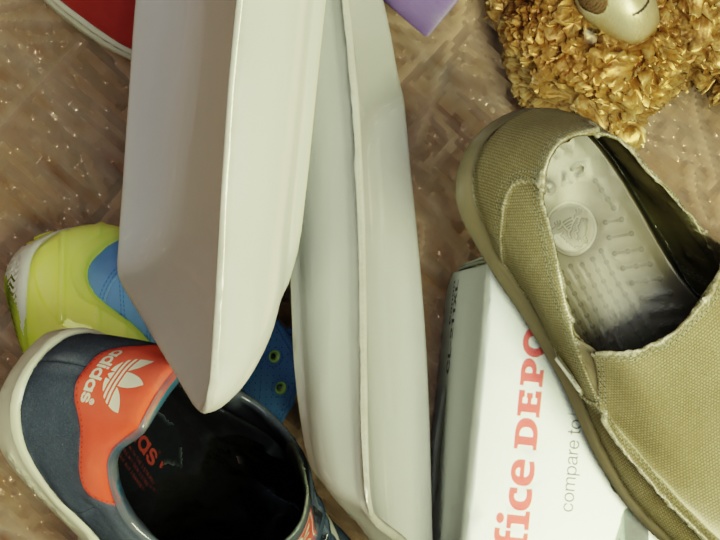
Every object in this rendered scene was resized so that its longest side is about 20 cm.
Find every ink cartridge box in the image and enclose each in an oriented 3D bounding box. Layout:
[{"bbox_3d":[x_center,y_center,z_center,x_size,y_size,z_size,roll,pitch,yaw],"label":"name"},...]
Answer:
[{"bbox_3d":[0.129,0.078,0.774,0.199,0.083,0.147,6,87,-5],"label":"ink cartridge box"}]

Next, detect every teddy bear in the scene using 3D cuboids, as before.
[{"bbox_3d":[0.149,-0.118,0.794,0.199,0.067,0.146,-5,85,-6],"label":"teddy bear"}]

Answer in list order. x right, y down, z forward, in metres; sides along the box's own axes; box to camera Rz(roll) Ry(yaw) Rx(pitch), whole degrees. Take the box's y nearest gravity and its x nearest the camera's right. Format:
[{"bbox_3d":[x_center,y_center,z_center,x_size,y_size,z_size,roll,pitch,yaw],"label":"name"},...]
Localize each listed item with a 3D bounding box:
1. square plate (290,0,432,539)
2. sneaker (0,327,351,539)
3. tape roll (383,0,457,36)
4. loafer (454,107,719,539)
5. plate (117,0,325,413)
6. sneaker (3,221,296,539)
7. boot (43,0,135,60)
[{"bbox_3d":[0.000,0.000,0.691,0.028,0.200,0.199,-4,74,6],"label":"square plate"},{"bbox_3d":[-0.033,0.095,0.692,0.200,0.084,0.075,44,62,-33],"label":"sneaker"},{"bbox_3d":[0.056,-0.185,0.722,0.085,0.200,0.200,41,84,-2],"label":"tape roll"},{"bbox_3d":[0.104,0.030,0.698,0.076,0.067,0.200,-40,90,-7],"label":"loafer"},{"bbox_3d":[-0.042,-0.074,0.640,0.032,0.200,0.201,4,101,-15],"label":"plate"},{"bbox_3d":[-0.057,0.072,0.760,0.105,0.076,0.201,-18,88,-7],"label":"sneaker"},{"bbox_3d":[-0.109,-0.154,0.732,0.072,0.144,0.200,-44,93,-8],"label":"boot"}]
